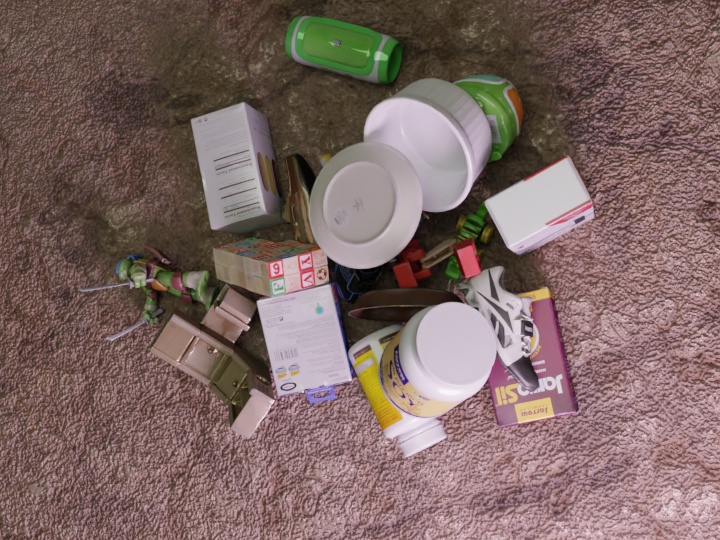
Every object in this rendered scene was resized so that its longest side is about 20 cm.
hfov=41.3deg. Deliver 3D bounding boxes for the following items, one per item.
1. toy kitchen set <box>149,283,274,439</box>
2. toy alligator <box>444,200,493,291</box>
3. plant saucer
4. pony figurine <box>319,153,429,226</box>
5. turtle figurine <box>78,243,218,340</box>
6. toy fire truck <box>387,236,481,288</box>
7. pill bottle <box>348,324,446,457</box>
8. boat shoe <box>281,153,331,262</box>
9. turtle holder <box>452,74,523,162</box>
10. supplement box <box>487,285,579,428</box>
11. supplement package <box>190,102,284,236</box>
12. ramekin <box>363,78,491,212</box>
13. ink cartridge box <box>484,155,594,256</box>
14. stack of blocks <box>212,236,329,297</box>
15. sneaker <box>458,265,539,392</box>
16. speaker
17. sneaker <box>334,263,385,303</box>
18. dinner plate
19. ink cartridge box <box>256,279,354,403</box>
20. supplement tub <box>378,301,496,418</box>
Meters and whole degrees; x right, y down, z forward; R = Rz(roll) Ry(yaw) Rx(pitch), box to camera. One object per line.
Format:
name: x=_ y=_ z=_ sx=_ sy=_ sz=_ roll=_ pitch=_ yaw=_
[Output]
toy kitchen set: x=-0.228 y=0.134 z=1.599 sx=0.199 sy=0.181 sz=0.164 roll=33 pitch=96 yaw=-15
toy alligator: x=0.169 y=-0.027 z=1.600 sx=0.059 sy=0.054 sz=0.202 roll=26 pitch=92 yaw=17
plant saucer: x=0.079 y=0.056 z=1.543 sx=0.197 sy=0.200 sz=0.035 roll=-2 pitch=81 yaw=16
pony figurine: x=0.008 y=-0.124 z=1.622 sx=0.192 sy=0.167 sz=0.201 roll=-31 pitch=62 yaw=3
turtle figurine: x=-0.366 y=0.052 z=1.707 sx=0.191 sy=0.201 sz=0.146 roll=6 pitch=121 yaw=13
toy fire truck: x=0.114 y=-0.021 z=1.554 sx=0.139 sy=0.200 sz=0.049 roll=-21 pitch=105 yaw=2
pill bottle: x=0.065 y=0.200 z=1.579 sx=0.108 sy=0.109 sz=0.202 roll=-28 pitch=77 yaw=12
boat shoe: x=-0.105 y=-0.104 z=1.679 sx=0.073 sy=0.076 sz=0.203 roll=-19 pitch=79 yaw=17
turtle holder: x=0.188 y=-0.251 z=1.584 sx=0.141 sy=0.132 sz=0.185 roll=50 pitch=142 yaw=-9
supplement box: x=0.264 y=0.140 z=1.530 sx=0.129 sy=0.103 sz=0.203 roll=-14 pitch=81 yaw=14
supplement package: x=-0.214 y=-0.176 z=1.697 sx=0.108 sy=0.114 sz=0.203 roll=-15 pitch=82 yaw=15
ramekin: x=0.111 y=-0.203 z=1.510 sx=0.199 sy=0.202 sz=0.098 roll=31 pitch=49 yaw=17
ink cartridge box: x=0.285 y=-0.096 z=1.499 sx=0.143 sy=0.200 sz=0.085 roll=-28 pitch=81 yaw=12
stack of blocks: x=-0.155 y=-0.011 z=1.630 sx=0.199 sy=0.114 sz=0.059 roll=14 pitch=114 yaw=53
sneaker: x=0.233 y=0.084 z=1.453 sx=0.088 sy=0.074 sz=0.202 roll=-31 pitch=76 yaw=13
speaker: x=-0.030 y=-0.389 z=1.680 sx=0.198 sy=0.088 sz=0.090 roll=18 pitch=90 yaw=17
sneaker: x=0.000 y=0.000 z=1.579 sx=0.069 sy=0.201 sz=0.079 roll=-1 pitch=49 yaw=-11
dinner plate: x=0.002 y=-0.104 z=1.494 sx=0.198 sy=0.024 sz=0.203 roll=-4 pitch=81 yaw=27
ink cartridge box: x=-0.089 y=0.130 z=1.628 sx=0.134 sy=0.076 sz=0.203 roll=-12 pitch=93 yaw=7
supplement tub: x=0.116 y=0.136 z=1.445 sx=0.143 sy=0.200 sz=0.148 roll=4 pitch=70 yaw=-11
